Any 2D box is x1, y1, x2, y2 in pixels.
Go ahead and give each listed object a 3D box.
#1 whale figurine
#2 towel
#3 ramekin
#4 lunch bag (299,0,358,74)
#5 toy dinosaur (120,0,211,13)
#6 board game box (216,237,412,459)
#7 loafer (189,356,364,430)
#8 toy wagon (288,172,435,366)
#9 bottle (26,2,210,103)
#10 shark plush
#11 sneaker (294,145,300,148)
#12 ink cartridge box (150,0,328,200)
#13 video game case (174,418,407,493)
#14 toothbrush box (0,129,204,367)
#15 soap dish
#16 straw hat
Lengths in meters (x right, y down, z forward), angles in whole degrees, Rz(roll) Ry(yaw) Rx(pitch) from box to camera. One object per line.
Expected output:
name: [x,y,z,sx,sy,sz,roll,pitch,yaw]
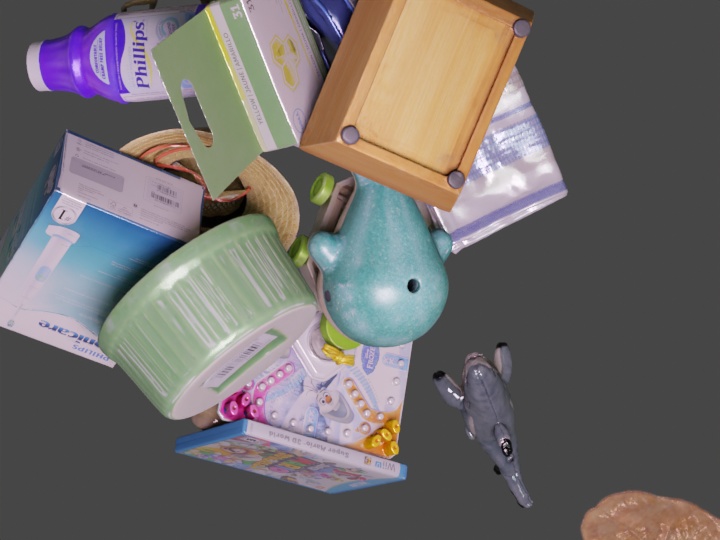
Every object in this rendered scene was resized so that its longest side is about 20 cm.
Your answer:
whale figurine: [0.028,-0.026,1.543,0.158,0.104,0.202,0,94,-27]
towel: [0.113,-0.135,1.625,0.146,0.024,0.201,-25,98,-6]
ramekin: [-0.135,0.048,1.483,0.200,0.200,0.098,-39,78,0]
lunch bag: [0.025,-0.214,1.524,0.132,0.136,0.201,-36,103,-5]
toy dinosaur: [-0.164,-0.287,1.502,0.198,0.058,0.102,-20,112,-8]
board game box: [-0.034,0.073,1.625,0.198,0.026,0.202,16,73,-22]
loafer: [-0.081,0.112,1.646,0.198,0.076,0.068,-16,125,-19]
toy wagon: [0.000,0.000,1.615,0.154,0.039,0.201,26,74,-22]
bottle: [-0.210,-0.197,1.478,0.198,0.065,0.084,-2,94,16]
shark plush: [0.139,0.176,1.736,0.090,0.083,0.202,-13,112,-11]
sneaker: [-0.071,-0.162,1.555,0.199,0.089,0.076,26,99,-22]
ink cartridge box: [-0.097,-0.171,1.412,0.048,0.200,0.146,-11,114,27]
video game case: [-0.072,0.194,1.645,0.199,0.143,0.018,19,66,-31]
toothbrush box: [-0.255,-0.016,1.512,0.145,0.086,0.200,21,132,-20]
soap dish: [0.056,-0.170,1.426,0.156,0.081,0.201,22,92,-17]
straw hat: [-0.150,-0.090,1.554,0.199,0.086,0.202,1,136,1]
